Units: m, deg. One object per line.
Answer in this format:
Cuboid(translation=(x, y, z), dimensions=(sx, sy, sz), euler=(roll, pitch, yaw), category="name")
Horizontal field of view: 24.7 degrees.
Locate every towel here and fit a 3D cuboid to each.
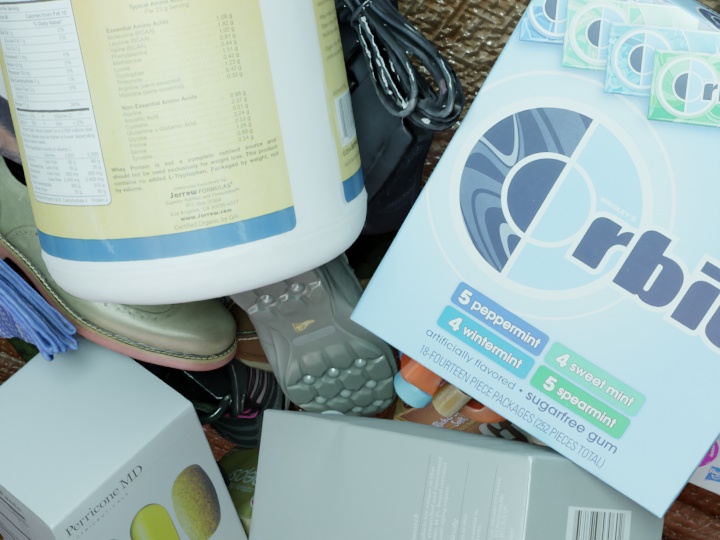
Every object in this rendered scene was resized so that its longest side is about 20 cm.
Cuboid(translation=(-0.241, -0.005, 0.975), dimensions=(0.145, 0.024, 0.200), euler=(46, 165, -16), category="towel")

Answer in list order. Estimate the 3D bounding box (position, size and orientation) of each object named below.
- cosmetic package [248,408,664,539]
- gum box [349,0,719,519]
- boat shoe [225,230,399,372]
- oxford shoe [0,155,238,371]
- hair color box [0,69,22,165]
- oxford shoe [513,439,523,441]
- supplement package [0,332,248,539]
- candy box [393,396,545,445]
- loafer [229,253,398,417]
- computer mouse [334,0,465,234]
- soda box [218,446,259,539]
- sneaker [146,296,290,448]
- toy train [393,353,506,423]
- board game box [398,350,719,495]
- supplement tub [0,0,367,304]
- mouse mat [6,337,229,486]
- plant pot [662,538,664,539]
Cuboid(translation=(0.044, 0.122, 0.832), dimensions=(0.107, 0.090, 0.200), euler=(9, 174, -40), category="cosmetic package")
Cuboid(translation=(0.116, -0.018, 0.728), dimensions=(0.170, 0.045, 0.200), euler=(33, 111, 6), category="gum box")
Cuboid(translation=(0.000, 0.000, 0.945), dimensions=(0.200, 0.076, 0.074), euler=(-17, 130, 28), category="boat shoe")
Cuboid(translation=(-0.151, -0.015, 0.947), dimensions=(0.200, 0.070, 0.075), euler=(32, 125, 3), category="oxford shoe")
Cuboid(translation=(-0.166, -0.108, 0.856), dimensions=(0.200, 0.064, 0.111), euler=(27, 146, -15), category="hair color box")
Cuboid(translation=(0.057, 0.155, 1.030), dimensions=(0.075, 0.071, 0.200), euler=(23, 147, 7), category="oxford shoe")
Cuboid(translation=(-0.153, 0.149, 1.014), dimensions=(0.109, 0.114, 0.200), euler=(31, 152, 34), category="supplement package")
Cuboid(translation=(0.127, 0.068, 0.996), dimensions=(0.115, 0.055, 0.200), euler=(34, 143, -23), category="candy box")
Cuboid(translation=(-0.028, 0.014, 0.874), dimensions=(0.070, 0.070, 0.200), euler=(-16, 142, 8), category="loafer")
Cuboid(translation=(-0.010, -0.079, 0.796), dimensions=(0.053, 0.139, 0.200), euler=(-26, 158, -14), category="computer mouse")
Cuboid(translation=(-0.048, 0.165, 1.079), dimensions=(0.068, 0.064, 0.200), euler=(56, 157, -14), category="soda box")
Cuboid(translation=(-0.097, 0.071, 1.063), dimensions=(0.074, 0.088, 0.200), euler=(7, 146, 13), category="sneaker")
Cuboid(translation=(0.113, 0.033, 0.791), dimensions=(0.150, 0.056, 0.200), euler=(36, 123, -19), category="toy train")
Cuboid(translation=(0.150, 0.000, 0.832), dimensions=(0.200, 0.056, 0.196), euler=(23, 126, -10), category="board game box")
Cuboid(translation=(-0.081, -0.099, 0.698), dimensions=(0.144, 0.145, 0.201), euler=(-2, 107, 25), category="supplement tub")
Cuboid(translation=(-0.168, 0.085, 1.090), dimensions=(0.161, 0.008, 0.200), euler=(50, 157, -10), category="mouse mat")
Cuboid(translation=(0.133, 0.290, 1.206), dimensions=(0.200, 0.178, 0.201), euler=(11, 146, 8), category="plant pot")
